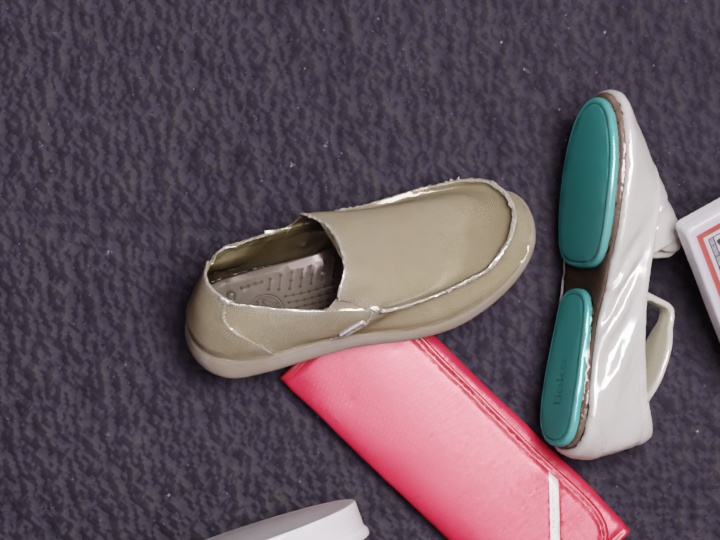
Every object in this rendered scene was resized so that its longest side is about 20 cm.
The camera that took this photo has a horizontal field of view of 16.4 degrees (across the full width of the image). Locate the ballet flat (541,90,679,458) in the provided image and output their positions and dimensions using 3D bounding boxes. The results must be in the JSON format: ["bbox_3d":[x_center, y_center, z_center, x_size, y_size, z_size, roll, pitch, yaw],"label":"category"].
[{"bbox_3d":[0.142,0.004,1.367,0.069,0.069,0.200,6,93,-6],"label":"ballet flat"}]

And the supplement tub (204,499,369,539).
[{"bbox_3d":[-0.030,0.232,1.300,0.144,0.144,0.200,-18,90,-7],"label":"supplement tub"}]

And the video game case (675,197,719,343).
[{"bbox_3d":[0.282,-0.014,1.379,0.200,0.017,0.143,-29,118,-7],"label":"video game case"}]

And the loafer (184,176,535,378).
[{"bbox_3d":[0.000,0.000,1.340,0.200,0.068,0.076,-22,62,-6],"label":"loafer"}]

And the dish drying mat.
[{"bbox_3d":[0.054,0.101,1.378,0.200,0.018,0.077,44,85,-4],"label":"dish drying mat"}]
